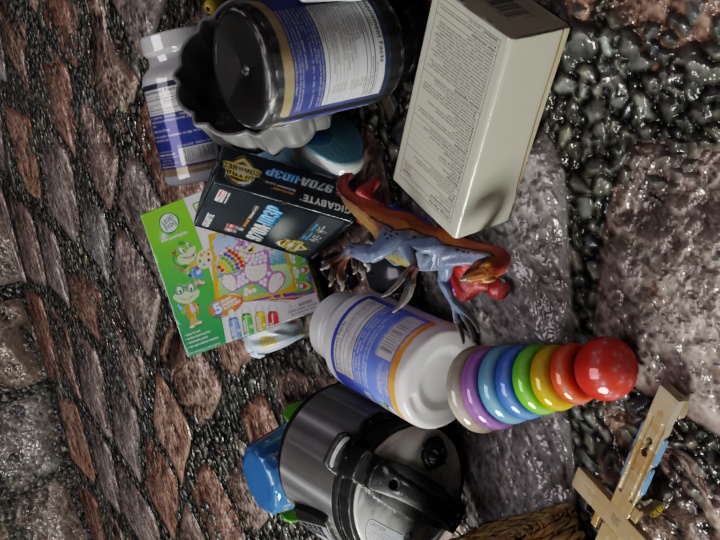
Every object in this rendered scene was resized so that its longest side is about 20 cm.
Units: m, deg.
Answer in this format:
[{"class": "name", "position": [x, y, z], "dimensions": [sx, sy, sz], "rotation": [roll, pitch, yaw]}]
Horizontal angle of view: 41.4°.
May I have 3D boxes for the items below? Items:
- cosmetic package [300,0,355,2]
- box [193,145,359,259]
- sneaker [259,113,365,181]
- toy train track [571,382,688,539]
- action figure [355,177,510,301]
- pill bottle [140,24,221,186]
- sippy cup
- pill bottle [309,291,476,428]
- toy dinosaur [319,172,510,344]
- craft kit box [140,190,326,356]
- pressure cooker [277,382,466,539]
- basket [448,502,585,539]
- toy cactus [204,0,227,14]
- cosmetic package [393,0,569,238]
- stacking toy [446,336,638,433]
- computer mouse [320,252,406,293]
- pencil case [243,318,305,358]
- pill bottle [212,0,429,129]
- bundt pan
[{"class": "cosmetic package", "position": [-0.038, -0.319, 0.908], "dimensions": [0.200, 0.100, 0.072], "rotation": [-124, 31, -52]}, {"class": "box", "position": [-0.102, -0.073, 1.099], "dimensions": [0.200, 0.157, 0.047], "rotation": [147, 137, -70]}, {"class": "sneaker", "position": [-0.060, -0.122, 1.119], "dimensions": [0.200, 0.079, 0.132], "rotation": [43, 143, 43]}, {"class": "toy train track", "position": [0.246, 0.182, 0.829], "dimensions": [0.115, 0.032, 0.202], "rotation": [48, 137, 46]}, {"class": "action figure", "position": [0.076, -0.027, 0.973], "dimensions": [0.200, 0.051, 0.066], "rotation": [40, 143, 35]}, {"class": "pill bottle", "position": [-0.232, -0.225, 1.301], "dimensions": [0.115, 0.115, 0.203], "rotation": [5, 109, 57]}, {"class": "sippy cup", "position": [-0.087, 0.265, 1.305], "dimensions": [0.139, 0.129, 0.180], "rotation": [-7, 100, 59]}, {"class": "pill bottle", "position": [0.029, 0.088, 1.045], "dimensions": [0.199, 0.111, 0.114], "rotation": [21, 123, 53]}, {"class": "toy dinosaur", "position": [0.052, -0.024, 0.900], "dimensions": [0.180, 0.105, 0.203], "rotation": [-16, 82, 32]}, {"class": "craft kit box", "position": [-0.164, -0.013, 1.244], "dimensions": [0.048, 0.198, 0.200], "rotation": [1, -111, -79]}, {"class": "pressure cooker", "position": [0.018, 0.228, 1.074], "dimensions": [0.199, 0.174, 0.181], "rotation": [15, 116, 53]}, {"class": "basket", "position": [0.145, 0.339, 0.958], "dimensions": [0.200, 0.141, 0.150], "rotation": [-39, 71, 58]}, {"class": "toy cactus", "position": [-0.144, -0.381, 1.125], "dimensions": [0.165, 0.101, 0.202], "rotation": [-120, 25, -55]}, {"class": "cosmetic package", "position": [0.101, -0.143, 0.847], "dimensions": [0.104, 0.072, 0.202], "rotation": [47, 142, 34]}, {"class": "stacking toy", "position": [0.170, 0.101, 0.869], "dimensions": [0.199, 0.085, 0.086], "rotation": [-18, 91, 53]}, {"class": "computer mouse", "position": [0.000, 0.000, 1.122], "dimensions": [0.199, 0.034, 0.059], "rotation": [-3, 104, 59]}, {"class": "pencil case", "position": [-0.142, 0.014, 1.303], "dimensions": [0.083, 0.090, 0.202], "rotation": [-19, 90, 47]}, {"class": "pill bottle", "position": [-0.029, -0.206, 0.900], "dimensions": [0.112, 0.198, 0.113], "rotation": [32, 131, 46]}, {"class": "bundt pan", "position": [-0.100, -0.209, 1.042], "dimensions": [0.202, 0.201, 0.076], "rotation": [51, 174, 30]}]
